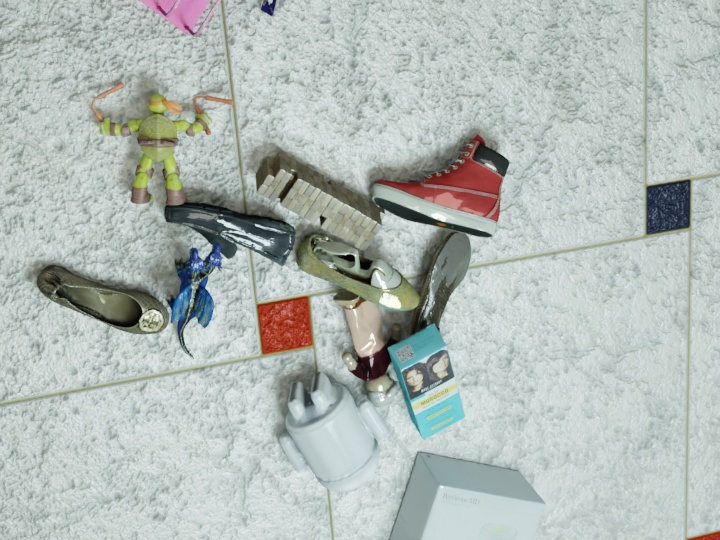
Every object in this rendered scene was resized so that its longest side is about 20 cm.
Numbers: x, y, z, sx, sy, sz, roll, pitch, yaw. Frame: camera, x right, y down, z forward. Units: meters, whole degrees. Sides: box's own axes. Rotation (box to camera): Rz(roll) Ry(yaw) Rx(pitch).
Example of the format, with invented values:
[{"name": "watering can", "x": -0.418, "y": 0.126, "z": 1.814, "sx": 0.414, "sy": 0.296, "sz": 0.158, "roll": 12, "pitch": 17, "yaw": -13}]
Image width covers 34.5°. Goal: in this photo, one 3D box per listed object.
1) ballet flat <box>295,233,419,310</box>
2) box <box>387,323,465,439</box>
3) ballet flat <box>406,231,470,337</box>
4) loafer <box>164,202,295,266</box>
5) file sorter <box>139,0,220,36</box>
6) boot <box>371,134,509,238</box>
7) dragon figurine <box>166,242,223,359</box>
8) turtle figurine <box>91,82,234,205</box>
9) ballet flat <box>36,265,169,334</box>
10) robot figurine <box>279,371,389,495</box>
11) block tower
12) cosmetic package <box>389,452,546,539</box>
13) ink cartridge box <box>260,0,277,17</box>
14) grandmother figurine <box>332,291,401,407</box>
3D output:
[{"name": "ballet flat", "x": 0.000, "y": 0.000, "z": 1.714, "sx": 0.197, "sy": 0.071, "sz": 0.072, "roll": 22, "pitch": 101, "yaw": 1}, {"name": "box", "x": 0.105, "y": 0.175, "z": 1.793, "sx": 0.081, "sy": 0.049, "sz": 0.201, "roll": -27, "pitch": 139, "yaw": -7}, {"name": "ballet flat", "x": 0.116, "y": 0.033, "z": 1.797, "sx": 0.066, "sy": 0.046, "sz": 0.203, "roll": 13, "pitch": 100, "yaw": -30}, {"name": "loafer", "x": -0.189, "y": -0.052, "z": 1.672, "sx": 0.197, "sy": 0.068, "sz": 0.072, "roll": 13, "pitch": 95, "yaw": -23}, {"name": "file sorter", "x": -0.262, "y": -0.416, "z": 1.505, "sx": 0.198, "sy": 0.125, "sz": 0.140, "roll": 33, "pitch": 96, "yaw": -22}, {"name": "boot", "x": 0.121, "y": -0.142, "z": 1.742, "sx": 0.196, "sy": 0.072, "sz": 0.147, "roll": 13, "pitch": 81, "yaw": -4}, {"name": "dragon figurine", "x": -0.243, "y": 0.046, "z": 1.669, "sx": 0.058, "sy": 0.100, "sz": 0.203, "roll": 9, "pitch": 107, "yaw": -18}, {"name": "turtle figurine", "x": -0.271, "y": -0.175, "z": 1.612, "sx": 0.196, "sy": 0.064, "sz": 0.164, "roll": -3, "pitch": 108, "yaw": -15}, {"name": "ballet flat", "x": -0.367, "y": 0.047, "z": 1.660, "sx": 0.197, "sy": 0.046, "sz": 0.068, "roll": 24, "pitch": 103, "yaw": -18}, {"name": "robot figurine", "x": -0.041, "y": 0.257, "z": 1.788, "sx": 0.167, "sy": 0.113, "sz": 0.202, "roll": -21, "pitch": 114, "yaw": 17}, {"name": "block tower", "x": -0.056, "y": -0.100, "z": 1.695, "sx": 0.198, "sy": 0.058, "sz": 0.054, "roll": 27, "pitch": 118, "yaw": -23}, {"name": "cosmetic package", "x": 0.168, "y": 0.428, "z": 1.898, "sx": 0.196, "sy": 0.123, "sz": 0.203, "roll": 13, "pitch": 102, "yaw": -19}, {"name": "ink cartridge box", "x": -0.113, "y": -0.447, "z": 1.554, "sx": 0.036, "sy": 0.095, "sz": 0.204, "roll": 9, "pitch": 105, "yaw": -18}, {"name": "grandmother figurine", "x": 0.017, "y": 0.119, "z": 1.793, "sx": 0.120, "sy": 0.060, "sz": 0.203, "roll": -23, "pitch": 115, "yaw": -24}]
